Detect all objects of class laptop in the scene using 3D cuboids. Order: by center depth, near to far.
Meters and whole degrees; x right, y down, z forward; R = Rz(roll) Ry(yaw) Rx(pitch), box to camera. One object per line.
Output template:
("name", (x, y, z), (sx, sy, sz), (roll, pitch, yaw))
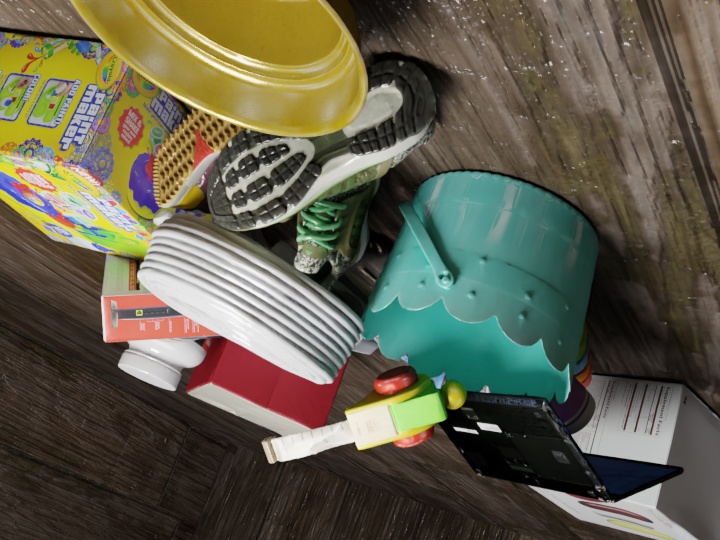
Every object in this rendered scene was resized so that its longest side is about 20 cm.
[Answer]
("laptop", (0.183, 0.156, 0.816), (0.176, 0.104, 0.201), (-6, 126, 54))

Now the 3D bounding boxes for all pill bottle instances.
("pill bottle", (-0.225, 0.040, 1.043), (0.110, 0.204, 0.113), (18, 161, 6))

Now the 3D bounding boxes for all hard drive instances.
("hard drive", (-0.035, 0.036, 0.939), (0.132, 0.027, 0.200), (49, 180, 9))

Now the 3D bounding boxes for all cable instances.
("cable", (-0.093, 0.026, 0.709), (0.198, 0.070, 0.199), (35, 167, -20))

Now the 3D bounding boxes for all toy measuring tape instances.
("toy measuring tape", (0.006, 0.136, 0.781), (0.196, 0.075, 0.074), (-18, 148, 15))

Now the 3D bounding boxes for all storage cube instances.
("storage cube", (-0.119, 0.113, 1.155), (0.169, 0.183, 0.199), (27, 159, -16))

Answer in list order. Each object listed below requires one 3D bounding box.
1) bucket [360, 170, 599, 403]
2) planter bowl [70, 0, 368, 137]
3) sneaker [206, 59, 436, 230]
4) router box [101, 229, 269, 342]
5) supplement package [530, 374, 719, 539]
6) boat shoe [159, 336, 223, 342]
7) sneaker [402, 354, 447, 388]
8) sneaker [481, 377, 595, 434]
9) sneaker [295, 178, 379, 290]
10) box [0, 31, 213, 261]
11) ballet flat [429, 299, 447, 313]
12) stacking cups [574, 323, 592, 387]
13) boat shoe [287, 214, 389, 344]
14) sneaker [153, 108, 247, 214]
("bucket", (0.107, 0.018, 0.733), (0.203, 0.137, 0.208), (19, 160, 7))
("planter bowl", (-0.074, -0.173, 0.502), (0.196, 0.085, 0.201), (19, 161, 7))
("sneaker", (-0.024, -0.078, 0.631), (0.197, 0.078, 0.088), (-22, 162, 17))
("router box", (-0.181, 0.008, 0.892), (0.175, 0.050, 0.200), (-2, -159, -14))
("supplement package", (0.335, 0.237, 1.046), (0.198, 0.150, 0.190), (0, 151, 48))
("boat shoe", (-0.153, 0.039, 0.966), (0.092, 0.077, 0.198), (-13, 176, 43))
("sneaker", (0.071, 0.098, 0.962), (0.088, 0.080, 0.200), (20, -171, -12))
("sneaker", (0.161, 0.113, 0.913), (0.114, 0.073, 0.200), (40, 161, -13))
("sneaker", (-0.029, -0.042, 0.748), (0.075, 0.090, 0.202), (14, 148, 11))
("box", (-0.261, -0.112, 0.805), (0.189, 0.124, 0.201), (11, 158, 24))
("ballet flat", (0.124, 0.041, 0.885), (0.062, 0.070, 0.199), (-6, 160, 37))
("stacking cups", (0.220, 0.087, 0.914), (0.059, 0.062, 0.200), (13, 160, 23))
("boat shoe", (0.000, 0.000, 0.901), (0.201, 0.073, 0.075), (49, 180, -17))
("sneaker", (-0.095, -0.108, 0.707), (0.089, 0.077, 0.198), (7, 157, -42))
